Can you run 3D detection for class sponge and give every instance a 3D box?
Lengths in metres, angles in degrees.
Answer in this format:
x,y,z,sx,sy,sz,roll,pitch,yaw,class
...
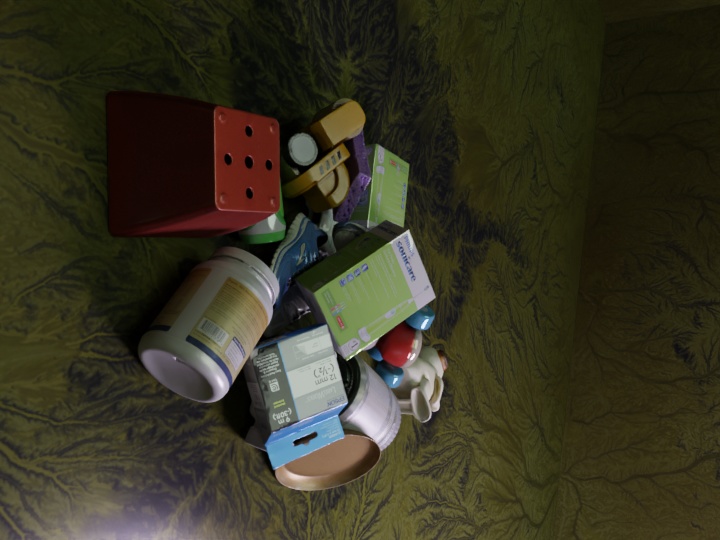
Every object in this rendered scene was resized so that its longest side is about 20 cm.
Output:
x,y,z,sx,sy,sz,roll,pitch,yaw,class
-0.023,-0.186,1.300,0.030,0.112,0.201,17,34,-17,sponge

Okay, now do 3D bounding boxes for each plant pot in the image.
x,y,z,sx,sy,sz,roll,pitch,yaw,class
-0.060,0.346,1.270,0.200,0.199,0.028,50,18,-46,plant pot
-0.222,-0.149,0.983,0.199,0.175,0.202,-4,94,-58,plant pot

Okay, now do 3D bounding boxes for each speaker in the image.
x,y,z,sx,sy,sz,roll,pitch,yaw,class
-0.173,-0.149,1.147,0.088,0.088,0.202,-19,107,-56,speaker

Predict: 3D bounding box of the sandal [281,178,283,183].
x,y,z,sx,sy,sz,roll,pitch,yaw,class
-0.091,-0.216,1.310,0.203,0.049,0.083,-58,136,-39,sandal

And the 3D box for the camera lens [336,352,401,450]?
x,y,z,sx,sy,sz,roll,pitch,yaw,class
-0.025,0.254,1.324,0.200,0.159,0.161,49,51,-46,camera lens

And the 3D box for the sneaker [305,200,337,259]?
x,y,z,sx,sy,sz,roll,pitch,yaw,class
-0.073,-0.057,1.329,0.080,0.070,0.203,-10,92,-59,sneaker

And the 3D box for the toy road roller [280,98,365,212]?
x,y,z,sx,sy,sz,roll,pitch,yaw,class
-0.064,-0.196,1.224,0.200,0.123,0.147,-42,108,-26,toy road roller

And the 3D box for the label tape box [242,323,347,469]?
x,y,z,sx,sy,sz,roll,pitch,yaw,class
-0.099,0.202,1.115,0.142,0.066,0.202,-17,90,-28,label tape box

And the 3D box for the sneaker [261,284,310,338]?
x,y,z,sx,sy,sz,roll,pitch,yaw,class
-0.103,0.049,1.236,0.201,0.114,0.076,-51,132,-44,sneaker

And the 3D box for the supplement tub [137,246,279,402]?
x,y,z,sx,sy,sz,roll,pitch,yaw,class
-0.218,0.077,1.023,0.201,0.143,0.145,-61,138,-36,supplement tub

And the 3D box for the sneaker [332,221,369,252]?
x,y,z,sx,sy,sz,roll,pitch,yaw,class
0.000,0.000,1.265,0.086,0.076,0.201,-82,155,-49,sneaker

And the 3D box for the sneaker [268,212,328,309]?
x,y,z,sx,sy,sz,roll,pitch,yaw,class
-0.109,-0.012,1.201,0.201,0.088,0.079,-66,-177,-36,sneaker

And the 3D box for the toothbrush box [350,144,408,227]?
x,y,z,sx,sy,sz,roll,pitch,yaw,class
0.026,-0.147,1.452,0.145,0.085,0.202,15,77,-57,toothbrush box

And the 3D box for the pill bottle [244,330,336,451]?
x,y,z,sx,sy,sz,roll,pitch,yaw,class
-0.126,0.218,1.199,0.111,0.110,0.202,42,64,-50,pill bottle

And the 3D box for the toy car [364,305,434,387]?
x,y,z,sx,sy,sz,roll,pitch,yaw,class
0.019,0.112,1.429,0.198,0.177,0.186,17,115,-21,toy car

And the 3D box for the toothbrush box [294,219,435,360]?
x,y,z,sx,sy,sz,roll,pitch,yaw,class
0.011,0.031,1.183,0.199,0.086,0.147,-33,119,-14,toothbrush box

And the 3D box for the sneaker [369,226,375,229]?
x,y,z,sx,sy,sz,roll,pitch,yaw,class
0.072,-0.014,1.379,0.076,0.092,0.200,-57,148,1,sneaker

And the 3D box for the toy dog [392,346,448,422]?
x,y,z,sx,sy,sz,roll,pitch,yaw,class
0.124,0.245,1.610,0.200,0.138,0.196,-20,94,-60,toy dog
